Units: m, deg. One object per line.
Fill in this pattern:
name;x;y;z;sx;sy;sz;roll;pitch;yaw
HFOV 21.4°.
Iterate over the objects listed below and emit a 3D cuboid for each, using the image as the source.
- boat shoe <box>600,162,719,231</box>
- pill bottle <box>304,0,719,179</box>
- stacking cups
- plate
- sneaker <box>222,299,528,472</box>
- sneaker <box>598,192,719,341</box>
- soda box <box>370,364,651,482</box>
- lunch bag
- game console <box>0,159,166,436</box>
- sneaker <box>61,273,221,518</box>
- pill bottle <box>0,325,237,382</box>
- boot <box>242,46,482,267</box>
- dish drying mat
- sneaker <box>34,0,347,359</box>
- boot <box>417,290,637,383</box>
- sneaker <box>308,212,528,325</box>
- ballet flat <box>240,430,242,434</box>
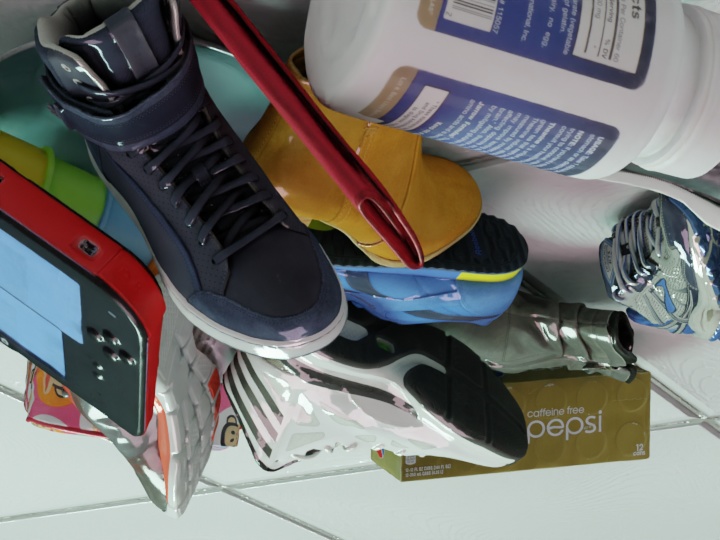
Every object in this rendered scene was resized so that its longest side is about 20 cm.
boat shoe;0.161;-0.076;1.034;0.199;0.076;0.061;19;116;-13
pill bottle;0.082;-0.107;0.903;0.199;0.112;0.111;14;155;-22
stacking cups;-0.140;-0.027;1.108;0.199;0.061;0.060;21;152;-28
plate;-0.118;-0.093;1.075;0.198;0.026;0.200;3;156;1
sneaker;0.002;0.088;1.199;0.200;0.076;0.115;28;128;-23
sneaker;0.188;-0.004;1.182;0.084;0.078;0.200;2;157;13
soda box;0.110;0.105;1.378;0.198;0.068;0.064;-3;-170;-20
lunch bag;-0.148;0.082;1.348;0.175;0.083;0.200;11;180;-13
game console;-0.191;0.000;1.022;0.199;0.031;0.177;35;150;10
sneaker;-0.137;0.070;1.147;0.081;0.077;0.201;10;137;15
pill bottle;-0.129;0.011;1.205;0.199;0.114;0.113;14;155;-24
boot;0.020;-0.072;1.049;0.200;0.071;0.144;-12;144;-41
dish drying mat;-0.035;-0.085;0.902;0.018;0.200;0.077;-39;148;1
sneaker;-0.085;-0.056;0.922;0.077;0.202;0.147;-36;152;-16
boot;0.115;0.030;1.267;0.130;0.068;0.200;3;167;21
sneaker;0.000;0.000;1.141;0.198;0.066;0.079;8;136;-15
ballet flat;-0.144;0.109;1.499;0.198;0.074;0.073;9;157;-13
